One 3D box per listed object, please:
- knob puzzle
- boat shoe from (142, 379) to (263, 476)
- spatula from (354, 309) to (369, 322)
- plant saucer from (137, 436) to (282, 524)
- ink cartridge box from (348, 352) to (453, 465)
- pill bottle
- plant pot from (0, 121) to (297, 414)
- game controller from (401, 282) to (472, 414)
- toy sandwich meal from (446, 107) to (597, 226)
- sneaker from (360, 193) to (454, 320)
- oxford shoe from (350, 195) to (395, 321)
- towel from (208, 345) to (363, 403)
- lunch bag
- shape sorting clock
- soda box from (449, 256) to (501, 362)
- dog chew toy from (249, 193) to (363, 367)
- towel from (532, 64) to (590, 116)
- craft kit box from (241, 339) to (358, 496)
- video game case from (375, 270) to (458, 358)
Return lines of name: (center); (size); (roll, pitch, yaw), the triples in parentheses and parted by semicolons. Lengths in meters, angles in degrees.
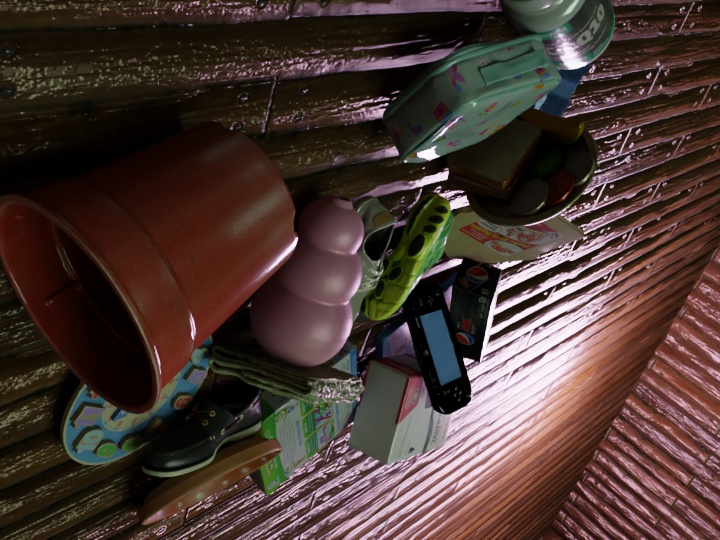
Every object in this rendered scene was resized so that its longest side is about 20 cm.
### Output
knob puzzle: (0.209, -0.063, 1.277); (0.220, 0.216, 0.031); (56, 32, -60)
boat shoe: (-0.189, 0.187, 1.014); (0.201, 0.073, 0.064); (-24, 121, -58)
spatula: (-0.022, 0.074, 1.198); (0.199, 0.020, 0.057); (-22, 124, -47)
plant saucer: (-0.195, 0.266, 1.084); (0.198, 0.033, 0.201); (-27, 167, -6)
ink cartridge box: (0.080, 0.219, 1.374); (0.199, 0.083, 0.147); (1, 105, -58)
pill bottle: (0.233, -0.330, 1.020); (0.114, 0.113, 0.199); (-57, 151, 11)
plant pot: (-0.169, -0.020, 0.719); (0.195, 0.199, 0.203); (-40, 151, -37)
game controller: (0.120, 0.121, 1.314); (0.042, 0.203, 0.104); (-20, 175, 30)
toy sandwich meal: (0.213, -0.148, 1.117); (0.205, 0.205, 0.070); (-47, 135, -8)
sneaker: (0.075, -0.010, 1.192); (0.201, 0.074, 0.083); (-55, 148, 5)
oxford shoe: (0.000, 0.000, 1.105); (0.075, 0.057, 0.202); (-24, 140, -45)
towel: (-0.087, 0.129, 1.027); (0.200, 0.146, 0.037); (17, 90, -70)
lunch bag: (0.134, -0.208, 0.989); (0.198, 0.078, 0.160); (-24, 171, -37)
shape sorting clock: (-0.241, 0.135, 0.929); (0.199, 0.039, 0.202); (-36, 148, -27)
soda box: (0.184, 0.068, 1.386); (0.201, 0.070, 0.064); (88, 23, -54)
dog chew toy: (-0.055, 0.008, 0.984); (0.124, 0.124, 0.203); (-4, 118, -54)
towel: (0.276, -0.263, 1.228); (0.111, 0.048, 0.202); (1, 122, -55)
craft kit box: (-0.087, 0.215, 1.246); (0.197, 0.048, 0.202); (-39, 149, -28)
video game case: (0.100, 0.101, 1.415); (0.199, 0.018, 0.144); (-36, 148, -28)
